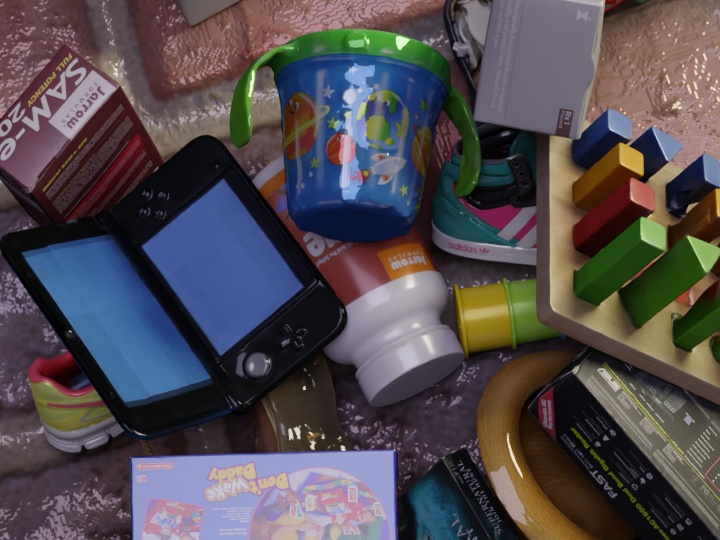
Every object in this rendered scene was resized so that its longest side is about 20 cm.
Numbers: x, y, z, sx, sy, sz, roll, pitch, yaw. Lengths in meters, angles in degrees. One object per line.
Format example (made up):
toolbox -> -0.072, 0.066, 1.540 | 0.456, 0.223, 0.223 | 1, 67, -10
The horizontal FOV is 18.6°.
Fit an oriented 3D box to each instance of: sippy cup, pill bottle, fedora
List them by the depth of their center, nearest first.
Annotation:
sippy cup -> -0.002, -0.095, 1.642 | 0.177, 0.140, 0.131 | 1, 73, 10
fedora -> 0.158, 0.159, 1.665 | 0.200, 0.082, 0.201 | 17, 55, -25
pill bottle -> 0.000, 0.000, 1.728 | 0.112, 0.112, 0.201 | -27, 74, -3

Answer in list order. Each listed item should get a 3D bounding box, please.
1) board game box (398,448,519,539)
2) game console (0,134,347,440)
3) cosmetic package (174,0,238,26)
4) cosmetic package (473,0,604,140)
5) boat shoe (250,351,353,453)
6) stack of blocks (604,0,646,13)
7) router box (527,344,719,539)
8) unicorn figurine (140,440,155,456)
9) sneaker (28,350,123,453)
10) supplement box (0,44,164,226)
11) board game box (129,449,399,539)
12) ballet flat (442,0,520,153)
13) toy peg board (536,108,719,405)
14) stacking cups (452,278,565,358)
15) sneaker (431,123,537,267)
board game box -> 0.087, 0.251, 1.644 | 0.028, 0.135, 0.200 | -16, 68, -39
game console -> -0.139, 0.008, 1.652 | 0.171, 0.118, 0.200 | -39, 72, 6
cosmetic package -> -0.108, -0.347, 1.829 | 0.199, 0.123, 0.201 | -28, 73, -3
cosmetic package -> 0.138, -0.178, 1.640 | 0.090, 0.200, 0.107 | 11, 109, 7
boat shoe -> -0.045, 0.152, 1.715 | 0.072, 0.068, 0.201 | -6, 71, -21
stack of blocks -> 0.212, -0.259, 1.778 | 0.199, 0.115, 0.059 | -31, 72, 15
router box -> 0.238, 0.126, 1.638 | 0.200, 0.062, 0.150 | 49, 45, 3
unicorn figurine -> -0.118, 0.238, 1.700 | 0.199, 0.074, 0.138 | 28, 70, -3
sneaker -> -0.171, 0.066, 1.725 | 0.199, 0.090, 0.078 | -30, 42, -4
supplement box -> -0.223, -0.087, 1.726 | 0.061, 0.200, 0.109 | 37, 80, 14
board game box -> -0.070, 0.204, 1.638 | 0.199, 0.045, 0.135 | -1, 82, 3
ballet flat -> 0.118, -0.149, 1.782 | 0.073, 0.073, 0.201 | -22, 74, -1
toy peg board -> 0.238, -0.028, 1.631 | 0.199, 0.098, 0.200 | 24, 48, -24
stacking cups -> 0.175, 0.027, 1.739 | 0.199, 0.061, 0.061 | -8, 74, -2
sneaker -> 0.152, -0.070, 1.722 | 0.199, 0.121, 0.084 | 4, 35, 10
